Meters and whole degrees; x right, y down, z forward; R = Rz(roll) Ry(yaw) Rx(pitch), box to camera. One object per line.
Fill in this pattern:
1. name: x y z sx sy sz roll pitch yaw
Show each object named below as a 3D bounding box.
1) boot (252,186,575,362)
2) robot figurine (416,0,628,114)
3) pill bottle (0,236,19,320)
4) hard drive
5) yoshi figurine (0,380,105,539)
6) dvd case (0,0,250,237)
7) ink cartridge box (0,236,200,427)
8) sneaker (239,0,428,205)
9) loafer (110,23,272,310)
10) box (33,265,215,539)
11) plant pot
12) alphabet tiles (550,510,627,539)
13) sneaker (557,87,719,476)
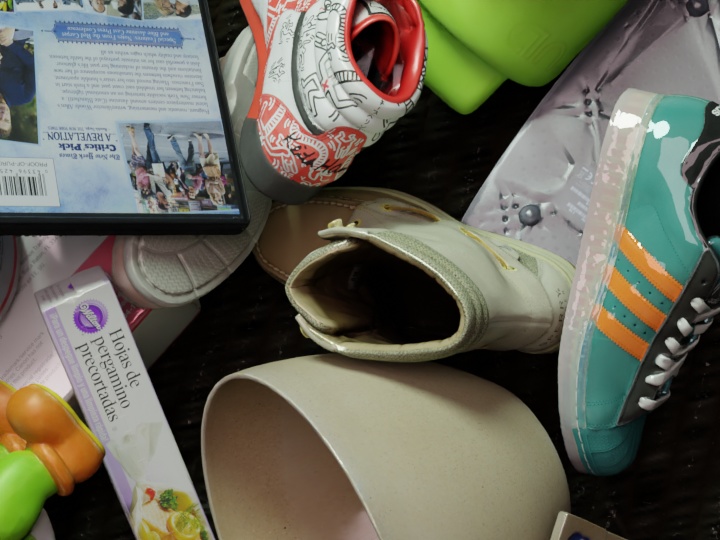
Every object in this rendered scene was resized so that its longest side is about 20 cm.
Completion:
1. boot: 0.000 0.000 0.942 0.200 0.155 0.072 17 100 28
2. robot figurine: 0.098 -0.181 0.986 0.116 0.175 0.200 42 110 -3
3. pill bottle: -0.243 -0.022 0.885 0.108 0.200 0.109 -2 78 7
4. hard drive: 0.164 -0.064 1.005 0.135 0.042 0.200 38 87 13
5. yoshi figurine: -0.225 0.133 0.885 0.112 0.112 0.200 28 67 26
6. dvd case: -0.140 -0.109 0.941 0.142 0.018 0.200 0 65 -27
7. ink cartridge box: -0.212 0.002 1.022 0.200 0.083 0.147 41 86 13
8. sneaker: -0.013 -0.140 0.970 0.108 0.067 0.202 -36 43 41
9. loafer: -0.085 -0.053 0.998 0.072 0.063 0.200 45 51 -25
10. box: -0.115 0.097 0.959 0.039 0.041 0.200 -23 107 -11
11. plant pot: 0.027 0.124 0.926 0.134 0.200 0.201 -20 74 -27
12. alphabet tiles: 0.112 0.214 0.893 0.008 0.200 0.168 10 77 48
13. sneaker: 0.153 0.013 0.923 0.080 0.071 0.201 13 101 24
